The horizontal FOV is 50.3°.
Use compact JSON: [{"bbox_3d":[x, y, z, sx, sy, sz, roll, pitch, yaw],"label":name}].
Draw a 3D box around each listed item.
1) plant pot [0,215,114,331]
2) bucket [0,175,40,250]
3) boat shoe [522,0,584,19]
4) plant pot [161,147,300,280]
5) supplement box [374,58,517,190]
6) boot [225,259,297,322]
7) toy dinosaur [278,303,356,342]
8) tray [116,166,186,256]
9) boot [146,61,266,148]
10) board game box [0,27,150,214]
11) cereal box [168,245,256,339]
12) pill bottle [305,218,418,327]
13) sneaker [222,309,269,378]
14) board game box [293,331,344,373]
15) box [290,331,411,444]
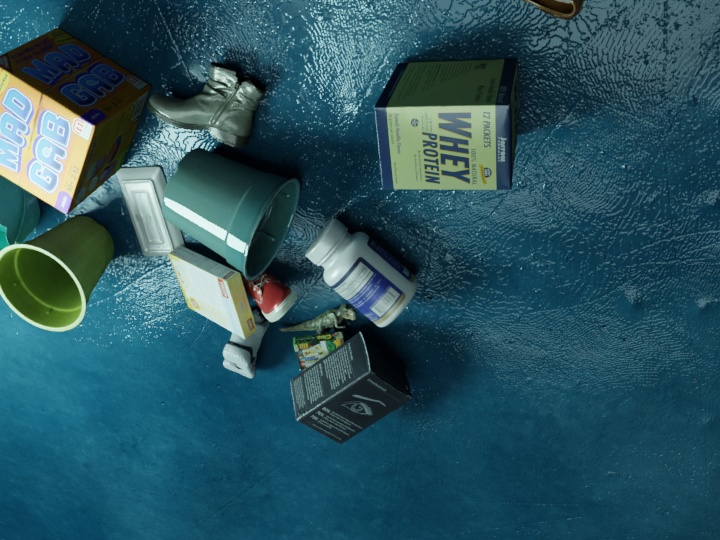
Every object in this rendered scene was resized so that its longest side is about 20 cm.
[{"bbox_3d":[-0.600,-0.014,1.564,0.197,0.191,0.202,8,124,12],"label":"plant pot"},{"bbox_3d":[-0.777,-0.118,1.583,0.204,0.135,0.210,8,125,11],"label":"bucket"},{"bbox_3d":[0.240,-0.434,1.115,0.199,0.068,0.072,32,125,-5],"label":"boat shoe"},{"bbox_3d":[-0.241,-0.116,1.400,0.194,0.201,0.202,26,126,8],"label":"plant pot"},{"bbox_3d":[0.141,-0.230,1.195,0.197,0.201,0.136,2,124,14],"label":"supplement box"},{"bbox_3d":[-0.201,0.019,1.477,0.072,0.200,0.145,-44,109,-11],"label":"boot"},{"bbox_3d":[-0.070,0.124,1.586,0.198,0.048,0.089,-20,111,32],"label":"toy dinosaur"},{"bbox_3d":[-0.425,-0.112,1.551,0.106,0.022,0.202,1,122,18],"label":"tray"},{"bbox_3d":[-0.271,-0.312,1.358,0.197,0.068,0.132,19,121,-5],"label":"boot"},{"bbox_3d":[-0.533,-0.269,1.372,0.198,0.201,0.201,31,125,-5],"label":"board game box"},{"bbox_3d":[-0.297,0.042,1.541,0.198,0.039,0.145,22,136,38],"label":"cereal box"},{"bbox_3d":[0.000,0.000,1.435,0.199,0.120,0.120,40,124,-10],"label":"pill bottle"},{"bbox_3d":[-0.240,0.156,1.639,0.074,0.116,0.200,22,160,2],"label":"sneaker"},{"bbox_3d":[-0.073,0.204,1.604,0.103,0.024,0.202,-9,135,2],"label":"board game box"},{"bbox_3d":[-0.020,0.241,1.555,0.199,0.105,0.148,-35,133,18],"label":"box"}]
